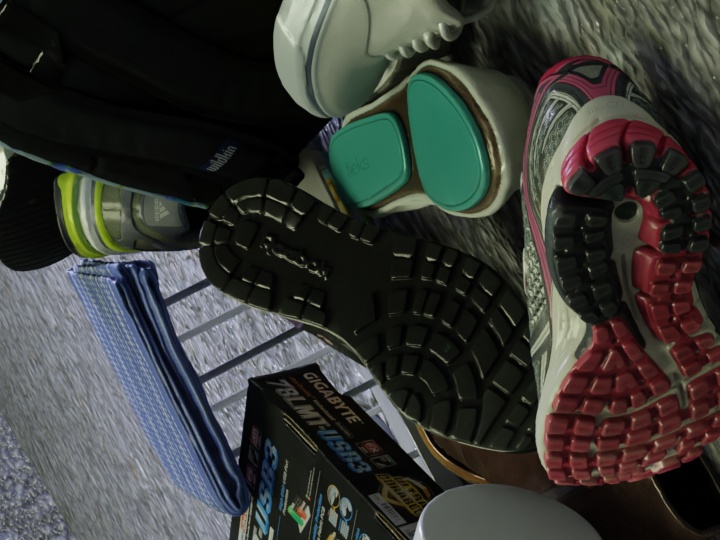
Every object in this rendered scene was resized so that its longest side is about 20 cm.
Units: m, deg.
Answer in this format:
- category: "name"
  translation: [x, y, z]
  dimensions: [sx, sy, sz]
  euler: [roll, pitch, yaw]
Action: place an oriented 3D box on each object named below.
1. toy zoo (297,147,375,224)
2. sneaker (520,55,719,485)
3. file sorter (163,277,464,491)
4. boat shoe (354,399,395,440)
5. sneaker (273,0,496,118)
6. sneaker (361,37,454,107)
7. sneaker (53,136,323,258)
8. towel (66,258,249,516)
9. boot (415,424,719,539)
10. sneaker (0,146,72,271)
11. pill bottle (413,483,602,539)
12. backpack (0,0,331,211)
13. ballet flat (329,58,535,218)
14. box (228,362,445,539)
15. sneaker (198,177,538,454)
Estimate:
- category: "toy zoo"
  translation: [0.000, 0.000, 1.422]
  dimensions: [0.131, 0.020, 0.200]
  euler: [64, -175, 0]
- category: "sneaker"
  translation: [0.102, 0.006, 1.073]
  dimensions: [0.075, 0.080, 0.200]
  euler: [-108, 12, -47]
- category: "file sorter"
  translation: [-0.030, 0.093, 1.574]
  dimensions: [0.200, 0.124, 0.139]
  euler: [62, 177, 9]
- category: "boat shoe"
  translation: [0.028, 0.170, 1.698]
  dimensions: [0.062, 0.072, 0.200]
  euler: [-77, -29, -71]
- category: "sneaker"
  translation: [0.016, -0.115, 1.113]
  dimensions: [0.071, 0.073, 0.200]
  euler: [39, 151, 12]
- category: "sneaker"
  translation: [-0.008, -0.158, 1.215]
  dimensions: [0.090, 0.078, 0.200]
  euler: [-92, -15, -48]
- category: "sneaker"
  translation: [-0.074, -0.042, 1.478]
  dimensions: [0.081, 0.200, 0.074]
  euler: [5, 105, 33]
- category: "towel"
  translation: [-0.108, 0.058, 1.472]
  dimensions: [0.145, 0.024, 0.200]
  euler: [65, 169, -6]
- category: "boot"
  translation: [0.094, 0.065, 1.260]
  dimensions: [0.200, 0.072, 0.166]
  euler: [62, 155, 19]
- category: "sneaker"
  translation: [-0.182, -0.088, 1.469]
  dimensions: [0.089, 0.074, 0.200]
  euler: [54, 156, 37]
- category: "pill bottle"
  translation: [0.047, 0.200, 1.226]
  dimensions: [0.112, 0.112, 0.200]
  euler: [50, 137, 47]
- category: "backpack"
  translation: [-0.109, -0.114, 1.280]
  dimensions: [0.163, 0.200, 0.154]
  euler: [-50, 61, 33]
- category: "ballet flat"
  translation: [0.044, -0.058, 1.187]
  dimensions: [0.070, 0.069, 0.200]
  euler: [66, 163, -5]
- category: "box"
  translation: [-0.003, 0.182, 1.392]
  dimensions: [0.198, 0.050, 0.200]
  euler: [44, 134, 47]
- category: "sneaker"
  translation: [0.025, 0.021, 1.257]
  dimensions: [0.200, 0.076, 0.088]
  euler: [33, -178, 30]
